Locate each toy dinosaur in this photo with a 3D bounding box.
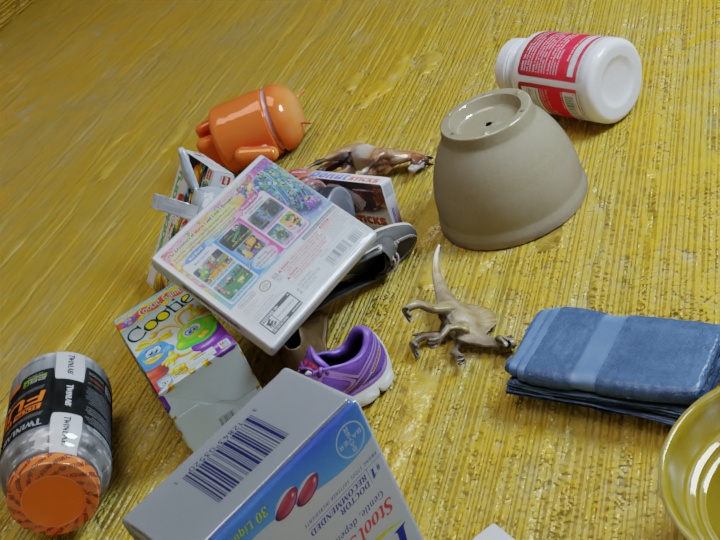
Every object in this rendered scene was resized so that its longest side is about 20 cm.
[{"bbox_3d":[0.099,0.053,1.094,0.099,0.059,0.200,-17,36,-17],"label":"toy dinosaur"}]

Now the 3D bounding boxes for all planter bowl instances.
[{"bbox_3d":[0.323,0.169,0.716,0.197,0.084,0.202,-17,32,11],"label":"planter bowl"},{"bbox_3d":[0.174,-0.141,1.237,0.196,0.136,0.202,-17,31,11],"label":"planter bowl"}]

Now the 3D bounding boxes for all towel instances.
[{"bbox_3d":[0.241,0.087,0.932,0.197,0.049,0.112,4,42,40],"label":"towel"}]

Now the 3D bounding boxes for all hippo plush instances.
[{"bbox_3d":[-0.170,-0.017,1.244,0.197,0.161,0.162,23,65,1],"label":"hippo plush"}]

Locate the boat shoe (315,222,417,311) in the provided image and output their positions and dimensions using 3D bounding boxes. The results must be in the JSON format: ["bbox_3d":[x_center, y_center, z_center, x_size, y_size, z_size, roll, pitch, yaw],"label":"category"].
[{"bbox_3d":[0.000,0.000,1.206,0.197,0.068,0.057,-21,53,-31],"label":"boat shoe"}]

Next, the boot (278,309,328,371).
[{"bbox_3d":[-0.080,0.060,1.174,0.073,0.076,0.201,-27,30,0],"label":"boot"}]

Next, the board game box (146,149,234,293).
[{"bbox_3d":[-0.239,-0.055,1.372,0.034,0.204,0.126,11,11,-33],"label":"board game box"}]

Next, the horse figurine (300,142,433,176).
[{"bbox_3d":[-0.005,-0.155,1.459,0.132,0.051,0.198,-31,23,-35],"label":"horse figurine"}]

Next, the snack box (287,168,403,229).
[{"bbox_3d":[-0.026,-0.100,1.374,0.198,0.073,0.024,11,39,44],"label":"snack box"}]

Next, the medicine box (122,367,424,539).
[{"bbox_3d":[-0.057,0.220,0.793,0.182,0.202,0.102,-42,33,-27],"label":"medicine box"}]

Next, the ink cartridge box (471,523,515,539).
[{"bbox_3d":[0.136,0.277,0.624,0.082,0.149,0.199,-34,33,-20],"label":"ink cartridge box"}]

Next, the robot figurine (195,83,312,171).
[{"bbox_3d":[-0.176,-0.238,1.649,0.197,0.119,0.144,-20,10,9],"label":"robot figurine"}]

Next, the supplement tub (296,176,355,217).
[{"bbox_3d":[-0.106,-0.073,1.359,0.197,0.108,0.108,-3,37,32],"label":"supplement tub"}]

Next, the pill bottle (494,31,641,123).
[{"bbox_3d":[0.284,-0.274,1.379,0.112,0.114,0.199,-37,34,-21],"label":"pill bottle"}]

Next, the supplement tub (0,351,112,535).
[{"bbox_3d":[-0.341,0.192,1.112,0.121,0.124,0.201,-25,31,-1],"label":"supplement tub"}]

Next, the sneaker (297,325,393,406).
[{"bbox_3d":[-0.057,0.130,1.044,0.199,0.084,0.080,-40,34,-21],"label":"sneaker"}]

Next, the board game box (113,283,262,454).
[{"bbox_3d":[-0.201,0.109,1.155,0.104,0.104,0.200,-32,32,-14],"label":"board game box"}]

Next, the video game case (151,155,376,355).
[{"bbox_3d":[-0.108,-0.024,1.135,0.181,0.024,0.200,34,60,16],"label":"video game case"}]
